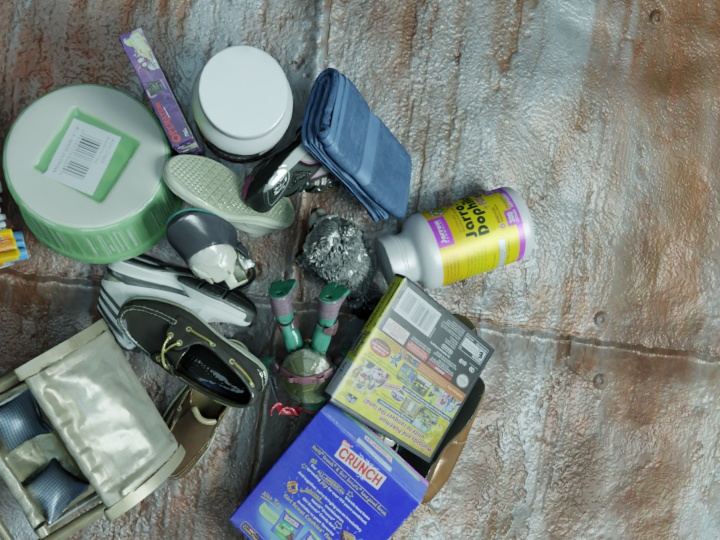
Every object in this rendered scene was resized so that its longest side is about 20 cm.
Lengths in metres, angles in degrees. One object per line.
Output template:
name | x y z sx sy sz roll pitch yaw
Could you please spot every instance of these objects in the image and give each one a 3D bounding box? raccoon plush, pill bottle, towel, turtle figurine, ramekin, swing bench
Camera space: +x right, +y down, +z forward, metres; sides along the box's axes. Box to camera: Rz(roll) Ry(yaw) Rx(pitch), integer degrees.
raccoon plush | 0.000 0.000 0.849 0.200 0.134 0.097 40 85 -12
pill bottle | 0.125 -0.038 0.887 0.198 0.104 0.105 -18 98 -10
towel | -0.001 -0.151 0.822 0.200 0.048 0.113 39 55 -49
turtle figurine | -0.064 0.111 0.842 0.148 0.101 0.202 -4 120 -8
ramekin | -0.310 -0.116 0.768 0.198 0.098 0.202 2 77 -10
pill bottle | -0.139 -0.191 0.772 0.115 0.200 0.118 -1 94 -11
swing bench | -0.350 0.198 0.772 0.199 0.130 0.200 -28 98 10

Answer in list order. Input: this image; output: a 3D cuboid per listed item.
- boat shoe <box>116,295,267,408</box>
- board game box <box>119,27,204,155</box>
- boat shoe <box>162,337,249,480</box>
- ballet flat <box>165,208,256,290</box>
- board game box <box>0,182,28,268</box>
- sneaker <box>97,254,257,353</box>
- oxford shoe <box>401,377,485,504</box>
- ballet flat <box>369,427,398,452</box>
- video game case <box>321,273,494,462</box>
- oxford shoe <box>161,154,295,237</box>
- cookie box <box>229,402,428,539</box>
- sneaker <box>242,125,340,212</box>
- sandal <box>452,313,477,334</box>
boat shoe | -0.204 0.096 0.784 0.200 0.061 0.072 30 102 -5
board game box | -0.222 -0.192 0.755 0.032 0.200 0.121 -22 98 -8
boat shoe | -0.211 0.183 0.852 0.074 0.075 0.204 26 89 -12
ballet flat | -0.167 -0.015 0.781 0.072 0.200 0.074 -1 77 5
board game box | -0.408 -0.105 0.728 0.026 0.200 0.202 -13 97 -23
sneaker | -0.240 0.058 0.847 0.199 0.076 0.116 20 99 -4
oxford shoe | 0.121 0.241 0.940 0.071 0.071 0.201 38 83 -42
ballet flat | 0.027 0.247 0.910 0.074 0.074 0.202 18 91 -12
video game case | 0.070 0.132 0.863 0.200 0.025 0.182 38 79 -31
oxford shoe | -0.163 -0.084 0.802 0.057 0.199 0.076 -21 68 31
cookie box | -0.040 0.299 0.851 0.171 0.075 0.200 41 101 7
sneaker | -0.060 -0.129 0.826 0.087 0.080 0.200 55 53 -20
sandal | 0.077 0.112 0.911 0.199 0.054 0.082 -21 110 -24
